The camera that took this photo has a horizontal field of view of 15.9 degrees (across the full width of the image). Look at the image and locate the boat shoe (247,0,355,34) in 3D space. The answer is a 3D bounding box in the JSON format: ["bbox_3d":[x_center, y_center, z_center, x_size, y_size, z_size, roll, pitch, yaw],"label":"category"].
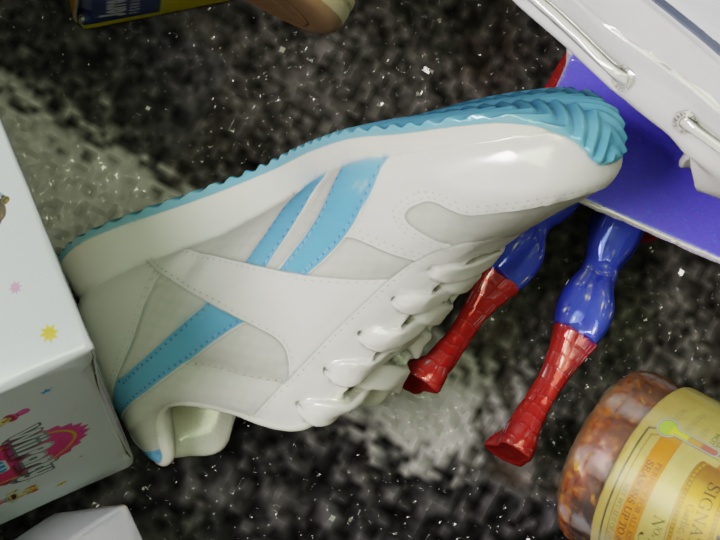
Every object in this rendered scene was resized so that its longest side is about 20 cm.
[{"bbox_3d":[-0.062,-0.152,0.708,0.200,0.072,0.072,44,85,6],"label":"boat shoe"}]

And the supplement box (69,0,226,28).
[{"bbox_3d":[-0.057,-0.190,0.799,0.109,0.109,0.201,-12,87,-6],"label":"supplement box"}]

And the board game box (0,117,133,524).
[{"bbox_3d":[-0.134,-0.036,0.742,0.064,0.148,0.201,-23,75,-7],"label":"board game box"}]

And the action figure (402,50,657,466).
[{"bbox_3d":[0.082,-0.036,0.832,0.065,0.052,0.200,35,78,-7],"label":"action figure"}]

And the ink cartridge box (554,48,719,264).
[{"bbox_3d":[0.175,-0.078,0.799,0.197,0.043,0.201,23,65,5],"label":"ink cartridge box"}]

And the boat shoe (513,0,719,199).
[{"bbox_3d":[0.120,-0.049,0.741,0.200,0.074,0.065,44,127,-3],"label":"boat shoe"}]

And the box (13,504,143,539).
[{"bbox_3d":[-0.114,0.181,0.733,0.200,0.041,0.156,-32,103,-41],"label":"box"}]

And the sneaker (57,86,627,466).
[{"bbox_3d":[0.000,0.000,0.771,0.200,0.076,0.081,-21,86,37],"label":"sneaker"}]

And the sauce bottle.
[{"bbox_3d":[0.155,0.098,0.778,0.200,0.066,0.066,26,83,28],"label":"sauce bottle"}]
